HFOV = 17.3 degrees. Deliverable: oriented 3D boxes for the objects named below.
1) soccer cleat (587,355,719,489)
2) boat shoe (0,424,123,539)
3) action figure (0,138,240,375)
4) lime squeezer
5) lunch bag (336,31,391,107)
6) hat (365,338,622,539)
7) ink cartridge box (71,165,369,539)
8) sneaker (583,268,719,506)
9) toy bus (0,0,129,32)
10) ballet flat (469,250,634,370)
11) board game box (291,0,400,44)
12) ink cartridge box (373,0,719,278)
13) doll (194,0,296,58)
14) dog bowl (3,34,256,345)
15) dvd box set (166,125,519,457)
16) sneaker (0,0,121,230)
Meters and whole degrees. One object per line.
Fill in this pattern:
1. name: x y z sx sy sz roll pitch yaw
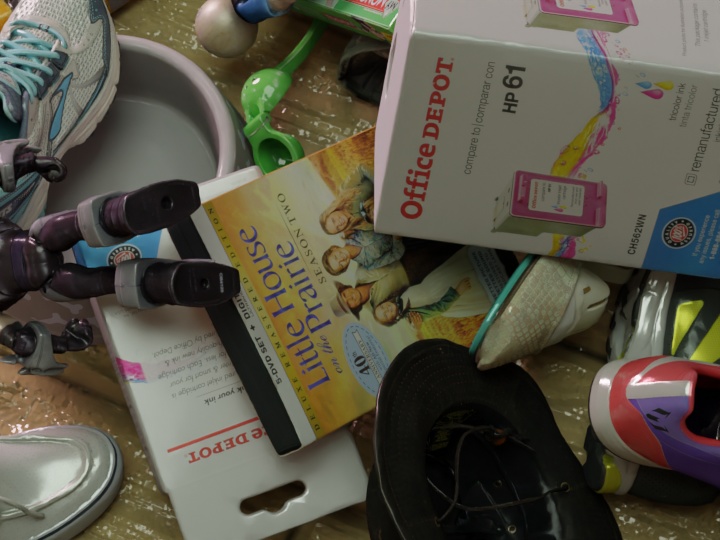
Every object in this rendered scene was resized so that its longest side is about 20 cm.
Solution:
1. soccer cleat: 0.215 0.090 1.276 0.073 0.200 0.068 -10 66 52
2. boat shoe: -0.237 0.125 1.351 0.201 0.086 0.075 -14 63 -1
3. action figure: -0.165 -0.006 1.286 0.200 0.130 0.069 -3 16 39
4. lime squeezer: -0.042 -0.080 1.455 0.038 0.071 0.200 -24 58 31
5. lunch bag: 0.090 -0.175 1.446 0.200 0.118 0.164 3 63 45
6. hat: 0.055 0.141 1.306 0.081 0.200 0.201 -32 56 34
7. ink cartridge box: -0.080 0.054 1.354 0.115 0.068 0.200 -19 87 -9
8. sneaker: 0.187 0.049 1.364 0.084 0.074 0.200 21 66 -5
9. toy bus: -0.164 -0.214 1.518 0.200 0.078 0.065 -36 66 -12
10. ballet flat: 0.124 -0.003 1.360 0.062 0.068 0.200 29 44 4
11. board game box: 0.022 -0.207 1.435 0.135 0.029 0.200 -57 28 -1
12. ink cartridge box: 0.112 -0.084 1.283 0.199 0.145 0.085 8 42 -2
13. doll: -0.033 -0.205 1.432 0.048 0.200 0.137 33 27 -13
14. dog bowl: -0.159 -0.056 1.450 0.200 0.059 0.201 -3 63 5
15. dvd box set: 0.000 0.000 1.340 0.200 0.029 0.147 -25 89 -39
16. sneaker: -0.198 -0.099 1.395 0.077 0.086 0.200 12 66 11
